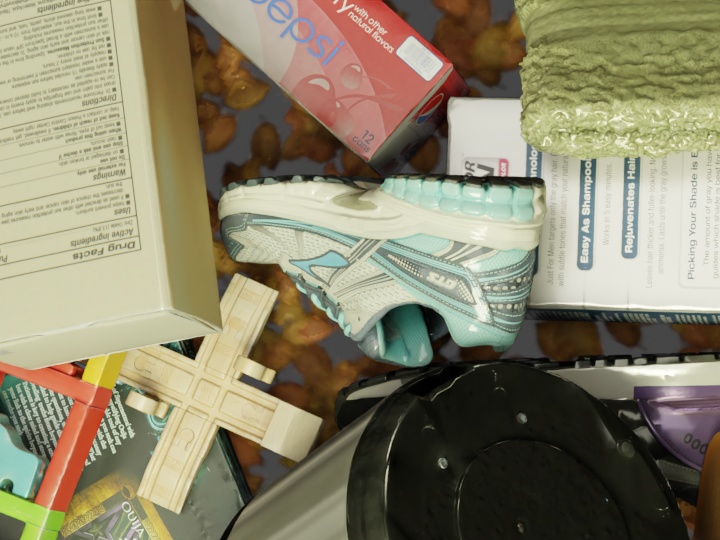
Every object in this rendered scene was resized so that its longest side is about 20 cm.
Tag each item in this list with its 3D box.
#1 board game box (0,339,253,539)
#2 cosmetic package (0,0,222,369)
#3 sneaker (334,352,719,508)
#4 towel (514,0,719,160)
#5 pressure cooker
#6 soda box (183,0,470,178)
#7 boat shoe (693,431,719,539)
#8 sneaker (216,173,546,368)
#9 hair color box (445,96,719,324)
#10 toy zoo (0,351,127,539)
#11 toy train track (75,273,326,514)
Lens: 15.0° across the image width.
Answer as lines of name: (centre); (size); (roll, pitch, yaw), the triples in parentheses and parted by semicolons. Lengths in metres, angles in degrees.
board game box: (-0.113, 0.133, 1.304); (0.135, 0.028, 0.200); (-23, 80, 6)
cosmetic package: (-0.130, -0.063, 1.231); (0.105, 0.071, 0.200); (-10, 78, 17)
sneaker: (0.086, 0.084, 1.257); (0.199, 0.076, 0.088); (-2, 90, 9)
towel: (0.169, -0.102, 1.238); (0.199, 0.037, 0.149); (-2, 39, 3)
pressure cooker: (0.028, 0.150, 1.190); (0.176, 0.179, 0.200); (50, 138, -2)
soda box: (-0.043, -0.133, 1.300); (0.200, 0.070, 0.063); (43, 92, 11)
boat shoe: (0.181, 0.170, 1.222); (0.070, 0.070, 0.200); (5, 105, -14)
sneaker: (0.000, 0.000, 1.236); (0.200, 0.077, 0.087); (1, 89, 52)
hair color box: (0.140, -0.027, 1.264); (0.199, 0.061, 0.100); (2, 84, 9)
toy zoo: (-0.177, 0.041, 1.277); (0.131, 0.020, 0.200); (20, 87, 19)
toy train track: (-0.112, 0.040, 1.283); (0.200, 0.033, 0.115); (23, 87, 12)
